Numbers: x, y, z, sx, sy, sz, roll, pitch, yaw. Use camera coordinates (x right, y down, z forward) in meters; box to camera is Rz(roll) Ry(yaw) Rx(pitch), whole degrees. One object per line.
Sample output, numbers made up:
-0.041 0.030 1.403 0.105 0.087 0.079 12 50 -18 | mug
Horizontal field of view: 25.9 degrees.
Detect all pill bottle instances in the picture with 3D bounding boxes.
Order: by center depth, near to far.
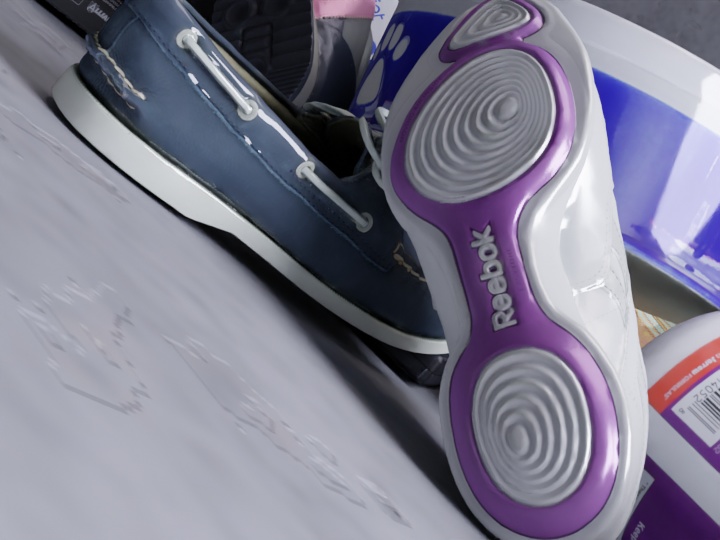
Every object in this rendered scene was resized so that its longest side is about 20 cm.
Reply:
0.173 0.114 0.576 0.200 0.113 0.112 47 7 33 | pill bottle

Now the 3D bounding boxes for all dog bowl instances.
0.093 -0.049 0.681 0.199 0.079 0.200 27 -2 1 | dog bowl

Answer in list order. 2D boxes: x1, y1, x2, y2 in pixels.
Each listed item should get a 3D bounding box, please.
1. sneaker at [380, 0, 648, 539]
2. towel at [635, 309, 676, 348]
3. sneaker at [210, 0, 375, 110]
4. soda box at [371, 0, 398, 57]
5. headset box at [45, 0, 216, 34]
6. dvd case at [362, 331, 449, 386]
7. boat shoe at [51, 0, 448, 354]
0.055 0.004 0.536 0.100 0.074 0.201 47 37 -63 | sneaker
0.148 0.058 0.746 0.146 0.022 0.200 -14 54 -31 | towel
-0.022 -0.136 0.747 0.070 0.201 0.082 -2 -30 26 | sneaker
-0.010 -0.131 0.916 0.068 0.063 0.201 105 -29 -57 | soda box
-0.147 -0.182 0.770 0.149 0.077 0.200 37 9 -45 | headset box
0.000 0.000 0.716 0.143 0.018 0.200 43 5 12 | dvd case
-0.017 -0.035 0.564 0.200 0.062 0.075 34 15 -31 | boat shoe
